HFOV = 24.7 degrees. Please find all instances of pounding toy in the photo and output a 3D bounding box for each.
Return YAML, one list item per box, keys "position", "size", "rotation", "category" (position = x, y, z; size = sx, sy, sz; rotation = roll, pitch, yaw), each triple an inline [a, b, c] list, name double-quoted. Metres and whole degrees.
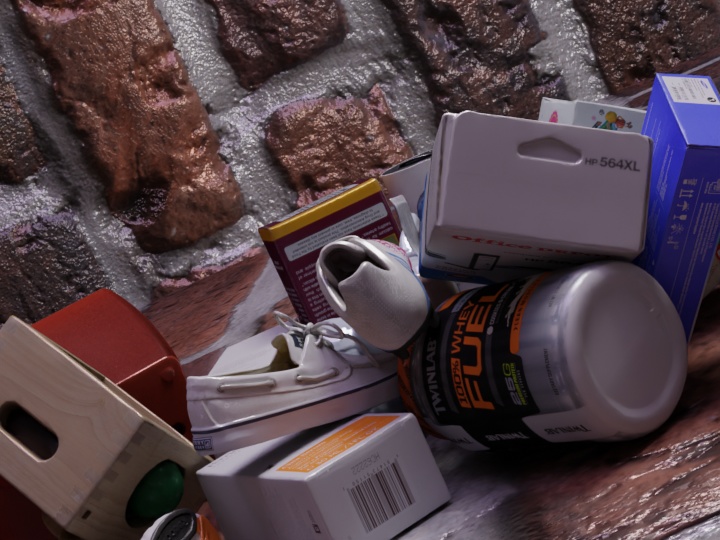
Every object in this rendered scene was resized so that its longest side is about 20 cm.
- position: [-0.217, 0.159, 1.268]
  size: [0.143, 0.199, 0.184]
  rotation: [-54, -28, -6]
  category: "pounding toy"

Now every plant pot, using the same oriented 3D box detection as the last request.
- position: [-0.242, 0.154, 1.513]
  size: [0.199, 0.201, 0.176]
  rotation: [-28, 20, -29]
  category: "plant pot"

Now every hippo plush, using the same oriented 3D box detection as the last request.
- position: [0.015, 0.061, 1.354]
  size: [0.160, 0.201, 0.159]
  rotation: [-32, -15, 4]
  category: "hippo plush"

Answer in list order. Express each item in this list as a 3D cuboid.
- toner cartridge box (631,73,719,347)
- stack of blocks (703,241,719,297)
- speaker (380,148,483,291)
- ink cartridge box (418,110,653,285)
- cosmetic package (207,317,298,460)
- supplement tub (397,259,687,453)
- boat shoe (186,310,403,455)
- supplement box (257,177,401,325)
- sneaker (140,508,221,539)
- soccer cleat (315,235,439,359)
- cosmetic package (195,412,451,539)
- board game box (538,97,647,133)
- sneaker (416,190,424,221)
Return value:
- position: [0.219, -0.029, 1.170]
  size: [0.043, 0.201, 0.095]
  rotation: [3, 37, -7]
  category: "toner cartridge box"
- position: [0.219, -0.014, 1.408]
  size: [0.115, 0.059, 0.200]
  rotation: [-40, 24, -16]
  category: "stack of blocks"
- position: [0.091, -0.014, 1.497]
  size: [0.081, 0.201, 0.081]
  rotation: [-23, 8, 3]
  category: "speaker"
- position: [0.119, -0.043, 1.183]
  size: [0.145, 0.085, 0.200]
  rotation: [7, -9, 1]
  category: "ink cartridge box"
- position: [-0.078, 0.124, 1.446]
  size: [0.081, 0.114, 0.200]
  rotation: [-23, 6, 7]
  category: "cosmetic package"
- position: [0.122, 0.066, 1.165]
  size: [0.122, 0.123, 0.199]
  rotation: [-30, 9, -36]
  category: "supplement tub"
- position: [-0.043, 0.070, 1.224]
  size: [0.201, 0.087, 0.074]
  rotation: [-15, 3, -30]
  category: "boat shoe"
- position: [0.000, 0.030, 1.489]
  size: [0.110, 0.201, 0.086]
  rotation: [-25, 6, -9]
  category: "supplement box"
- position: [-0.177, 0.247, 1.132]
  size: [0.200, 0.076, 0.092]
  rotation: [-33, -6, -48]
  category: "sneaker"
- position: [0.000, 0.000, 1.229]
  size: [0.070, 0.086, 0.200]
  rotation: [-46, 19, 0]
  category: "soccer cleat"
- position: [-0.032, 0.158, 1.214]
  size: [0.101, 0.072, 0.200]
  rotation: [-29, 8, -28]
  category: "cosmetic package"
- position: [0.250, -0.095, 1.329]
  size: [0.198, 0.065, 0.148]
  rotation: [9, 6, -5]
  category: "board game box"
- position: [0.126, -0.064, 1.429]
  size: [0.199, 0.078, 0.085]
  rotation: [-15, 0, -31]
  category: "sneaker"
